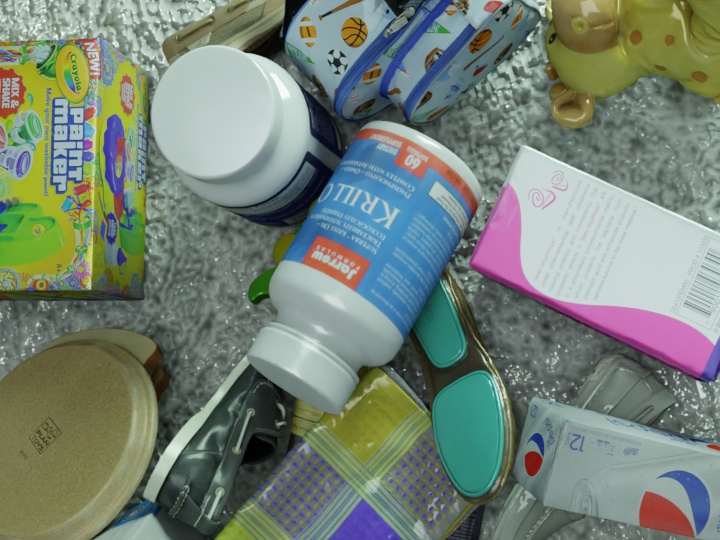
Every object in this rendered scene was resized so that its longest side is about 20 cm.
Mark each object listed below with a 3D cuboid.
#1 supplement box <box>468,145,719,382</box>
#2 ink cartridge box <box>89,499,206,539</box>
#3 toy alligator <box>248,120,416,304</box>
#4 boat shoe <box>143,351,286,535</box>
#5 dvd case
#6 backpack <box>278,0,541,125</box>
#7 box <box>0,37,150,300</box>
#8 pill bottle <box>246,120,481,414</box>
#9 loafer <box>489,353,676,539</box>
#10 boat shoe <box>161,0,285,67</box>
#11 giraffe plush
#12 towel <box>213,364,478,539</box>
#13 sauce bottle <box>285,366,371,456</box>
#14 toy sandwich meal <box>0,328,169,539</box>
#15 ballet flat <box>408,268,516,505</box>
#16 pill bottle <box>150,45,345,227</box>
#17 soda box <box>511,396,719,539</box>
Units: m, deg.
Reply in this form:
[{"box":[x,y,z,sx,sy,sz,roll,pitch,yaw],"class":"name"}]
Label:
[{"box":[0.194,-0.003,0.937,0.198,0.103,0.102,26,91,11],"class":"supplement box"},{"box":[-0.200,0.288,0.910,0.198,0.147,0.146,-30,94,7],"class":"ink cartridge box"},{"box":[-0.009,-0.035,1.001,0.054,0.059,0.200,43,87,19],"class":"toy alligator"},{"box":[-0.090,0.121,0.959,0.067,0.201,0.072,29,135,8],"class":"boat shoe"},{"box":[0.024,0.203,0.965,0.146,0.016,0.204,13,86,-16],"class":"dvd case"},{"box":[0.039,-0.199,0.955,0.190,0.199,0.155,-37,78,19],"class":"backpack"},{"box":[-0.287,-0.079,1.035,0.189,0.122,0.204,-1,85,11],"class":"box"},{"box":[0.000,0.000,0.916,0.111,0.112,0.202,26,74,13],"class":"pill bottle"},{"box":[0.167,0.160,0.944,0.069,0.070,0.202,34,92,21],"class":"loafer"},{"box":[-0.080,-0.221,1.029,0.198,0.071,0.065,-31,80,9],"class":"boat shoe"},{"box":[0.213,-0.196,0.943,0.159,0.173,0.203,-8,118,21],"class":"giraffe plush"},{"box":[-0.003,0.185,0.937,0.200,0.023,0.144,-44,102,-12],"class":"towel"},{"box":[-0.025,0.128,0.992,0.064,0.065,0.204,11,89,12],"class":"sauce bottle"},{"box":[-0.236,0.142,0.993,0.202,0.070,0.208,-12,56,17],"class":"toy sandwich meal"},{"box":[0.082,0.089,0.951,0.067,0.072,0.202,-31,58,18],"class":"ballet flat"},{"box":[-0.085,-0.102,0.953,0.114,0.200,0.118,-1,84,11],"class":"pill bottle"},{"box":[0.215,0.150,0.891,0.197,0.068,0.065,15,94,-16],"class":"soda box"}]
